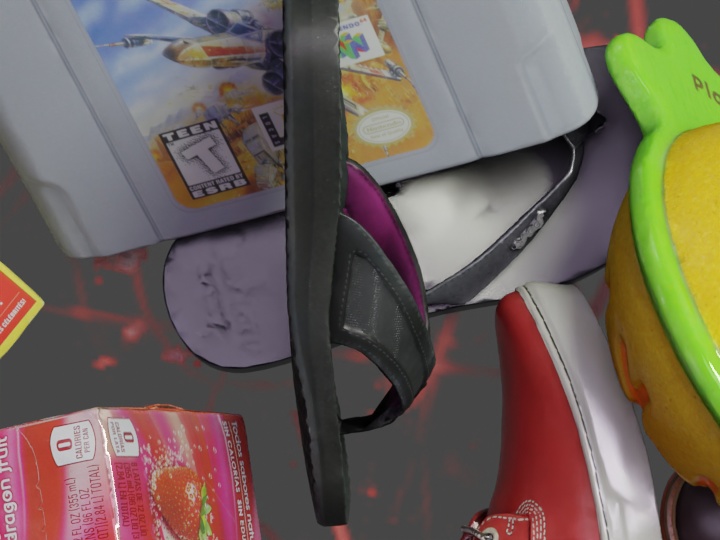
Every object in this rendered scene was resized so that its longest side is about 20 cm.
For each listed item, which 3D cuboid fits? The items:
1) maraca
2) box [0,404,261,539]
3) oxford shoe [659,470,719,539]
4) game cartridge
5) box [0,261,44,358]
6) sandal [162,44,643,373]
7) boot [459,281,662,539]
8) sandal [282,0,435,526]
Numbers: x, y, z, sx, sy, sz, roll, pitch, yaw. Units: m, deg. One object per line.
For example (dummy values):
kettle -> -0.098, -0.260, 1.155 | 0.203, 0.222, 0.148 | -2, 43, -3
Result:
maraca -> 0.133, 0.000, 0.864 | 0.107, 0.137, 0.201 | -35, 45, 28
box -> -0.087, 0.150, 0.855 | 0.099, 0.095, 0.201 | -13, 80, 25
oxford shoe -> 0.201, 0.076, 0.891 | 0.199, 0.073, 0.072 | -4, 82, 0
game cartridge -> -0.035, -0.080, 0.873 | 0.199, 0.133, 0.042 | -14, 42, 16
box -> -0.197, -0.024, 0.860 | 0.075, 0.050, 0.200 | -50, 128, -7
sandal -> 0.028, -0.017, 0.921 | 0.199, 0.043, 0.076 | -26, 82, -4
boot -> 0.031, 0.110, 0.890 | 0.143, 0.072, 0.201 | -10, 85, 0
sandal -> 0.000, 0.000, 0.854 | 0.048, 0.075, 0.201 | -2, 122, -1
